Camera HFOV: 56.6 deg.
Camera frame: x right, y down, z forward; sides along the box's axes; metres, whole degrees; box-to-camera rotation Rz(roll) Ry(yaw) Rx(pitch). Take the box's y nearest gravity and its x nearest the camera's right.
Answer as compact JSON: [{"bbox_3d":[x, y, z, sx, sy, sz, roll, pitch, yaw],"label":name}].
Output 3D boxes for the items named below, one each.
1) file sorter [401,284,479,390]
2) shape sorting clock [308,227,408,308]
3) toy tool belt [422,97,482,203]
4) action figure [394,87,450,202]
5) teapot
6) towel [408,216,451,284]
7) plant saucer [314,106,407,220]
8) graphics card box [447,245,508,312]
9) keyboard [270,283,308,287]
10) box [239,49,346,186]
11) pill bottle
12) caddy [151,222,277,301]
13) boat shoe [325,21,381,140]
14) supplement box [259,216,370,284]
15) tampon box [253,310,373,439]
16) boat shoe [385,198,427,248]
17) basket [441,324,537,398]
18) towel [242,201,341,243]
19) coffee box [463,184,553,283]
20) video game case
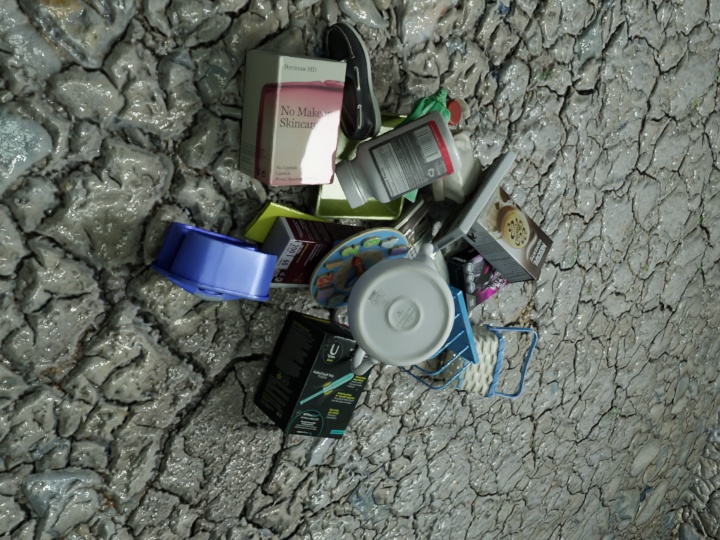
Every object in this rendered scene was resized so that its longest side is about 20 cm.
[{"bbox_3d":[0.138,0.125,1.378,0.123,0.139,0.200,-37,128,-21],"label":"file sorter"},{"bbox_3d":[0.000,0.000,1.197,0.200,0.039,0.200,-19,145,-14],"label":"shape sorting clock"},{"bbox_3d":[0.148,-0.229,1.293,0.125,0.123,0.200,-40,124,-35],"label":"toy tool belt"},{"bbox_3d":[0.099,-0.239,1.203,0.118,0.055,0.200,32,98,-8],"label":"action figure"},{"bbox_3d":[0.062,0.070,1.178,0.200,0.146,0.198,-14,97,-6],"label":"teapot"},{"bbox_3d":[0.109,0.014,1.415,0.193,0.035,0.200,-43,128,-16],"label":"towel"},{"bbox_3d":[0.002,-0.197,1.234,0.200,0.048,0.200,-2,110,-37],"label":"plant saucer"},{"bbox_3d":[0.284,-0.006,1.518,0.200,0.051,0.126,-28,123,-32],"label":"graphics card box"},{"bbox_3d":[-0.103,0.006,1.263,0.200,0.011,0.056,1,108,-38],"label":"keyboard"},{"bbox_3d":[-0.112,-0.246,1.084,0.128,0.109,0.200,-7,113,-35],"label":"box"},{"bbox_3d":[0.060,-0.181,1.130,0.200,0.111,0.111,-23,126,5],"label":"pill bottle"},{"bbox_3d":[-0.232,-0.002,1.074,0.200,0.141,0.105,16,95,-40],"label":"caddy"},{"bbox_3d":[-0.024,-0.315,1.114,0.060,0.074,0.200,-20,99,-43],"label":"boat shoe"},{"bbox_3d":[-0.073,-0.029,1.197,0.200,0.061,0.109,3,135,-38],"label":"supplement box"},{"bbox_3d":[-0.084,0.200,1.283,0.150,0.126,0.200,20,95,-42],"label":"tampon box"},{"bbox_3d":[0.068,-0.056,1.316,0.060,0.072,0.200,45,77,-13],"label":"boat shoe"},{"bbox_3d":[0.303,0.207,1.563,0.200,0.139,0.177,10,104,-9],"label":"basket"},{"bbox_3d":[-0.108,-0.069,1.191,0.200,0.018,0.086,16,126,-45],"label":"towel"},{"bbox_3d":[0.310,-0.078,1.444,0.200,0.080,0.113,41,63,-21],"label":"coffee box"},{"bbox_3d":[0.220,-0.133,1.340,0.023,0.182,0.200,36,73,-5],"label":"video game case"}]
